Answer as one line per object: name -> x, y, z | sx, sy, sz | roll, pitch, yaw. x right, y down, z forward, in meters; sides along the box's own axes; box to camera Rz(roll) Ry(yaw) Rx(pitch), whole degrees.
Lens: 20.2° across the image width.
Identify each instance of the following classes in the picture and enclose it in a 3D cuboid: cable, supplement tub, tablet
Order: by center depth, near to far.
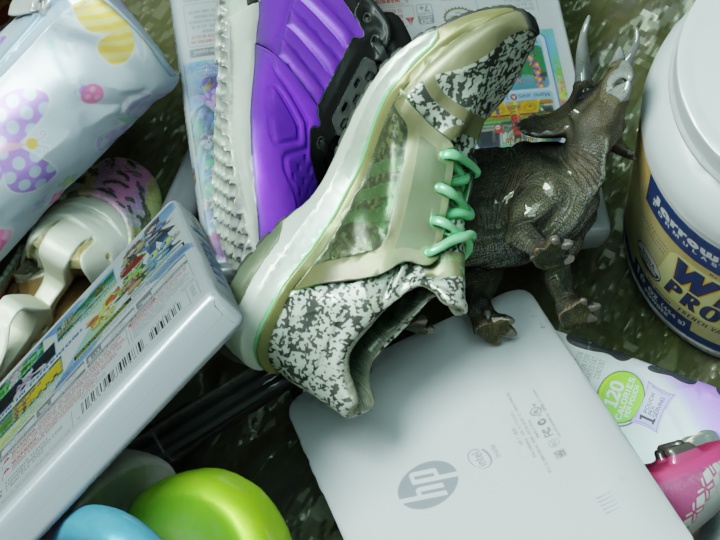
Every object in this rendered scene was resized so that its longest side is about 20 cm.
tablet -> 0.050, 0.088, 0.882 | 0.129, 0.014, 0.200 | -26, 36, -2
cable -> -0.111, 0.079, 0.944 | 0.199, 0.097, 0.051 | -37, 79, 16
supplement tub -> 0.200, -0.051, 0.954 | 0.143, 0.200, 0.146 | -1, 68, 3

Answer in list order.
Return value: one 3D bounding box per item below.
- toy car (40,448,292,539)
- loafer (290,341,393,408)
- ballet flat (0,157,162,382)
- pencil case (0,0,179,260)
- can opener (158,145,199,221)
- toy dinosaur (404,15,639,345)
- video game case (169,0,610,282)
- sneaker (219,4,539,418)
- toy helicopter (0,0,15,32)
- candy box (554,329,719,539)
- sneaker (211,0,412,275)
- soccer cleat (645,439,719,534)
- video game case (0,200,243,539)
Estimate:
toy car -> -0.103, 0.176, 0.832 | 0.174, 0.150, 0.201 | 31, 100, 30
loafer -> 0.000, 0.000, 1.015 | 0.071, 0.073, 0.202 | -1, 69, 5
ballet flat -> -0.163, 0.020, 1.019 | 0.069, 0.071, 0.201 | 27, 72, 14
pencil case -> -0.181, -0.059, 0.988 | 0.200, 0.091, 0.083 | -45, 70, 2
can opener -> -0.056, -0.092, 1.057 | 0.053, 0.067, 0.201 | 17, 64, 10
toy dinosaur -> 0.058, -0.022, 0.937 | 0.199, 0.077, 0.103 | -26, 46, 24
video game case -> 0.011, -0.087, 1.011 | 0.198, 0.024, 0.184 | -6, 67, -9
sneaker -> 0.027, -0.020, 0.875 | 0.088, 0.077, 0.201 | 40, 100, 26
toy helicopter -> -0.195, -0.141, 1.051 | 0.078, 0.132, 0.201 | 29, 73, 14
candy box -> 0.121, 0.133, 0.957 | 0.198, 0.072, 0.169 | 19, 72, 11
sneaker -> -0.019, -0.084, 0.956 | 0.098, 0.070, 0.202 | 1, 67, -8
soccer cleat -> 0.086, 0.145, 0.888 | 0.199, 0.070, 0.087 | -25, 86, -3
video game case -> -0.135, 0.065, 0.888 | 0.022, 0.182, 0.200 | 42, 93, -17
